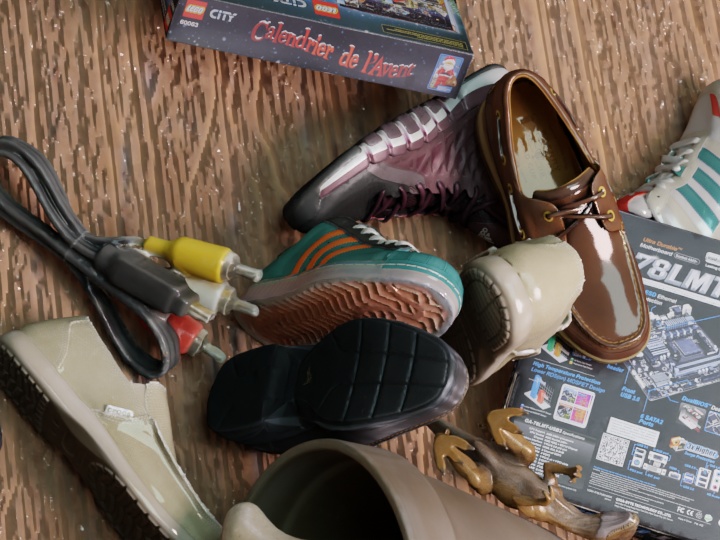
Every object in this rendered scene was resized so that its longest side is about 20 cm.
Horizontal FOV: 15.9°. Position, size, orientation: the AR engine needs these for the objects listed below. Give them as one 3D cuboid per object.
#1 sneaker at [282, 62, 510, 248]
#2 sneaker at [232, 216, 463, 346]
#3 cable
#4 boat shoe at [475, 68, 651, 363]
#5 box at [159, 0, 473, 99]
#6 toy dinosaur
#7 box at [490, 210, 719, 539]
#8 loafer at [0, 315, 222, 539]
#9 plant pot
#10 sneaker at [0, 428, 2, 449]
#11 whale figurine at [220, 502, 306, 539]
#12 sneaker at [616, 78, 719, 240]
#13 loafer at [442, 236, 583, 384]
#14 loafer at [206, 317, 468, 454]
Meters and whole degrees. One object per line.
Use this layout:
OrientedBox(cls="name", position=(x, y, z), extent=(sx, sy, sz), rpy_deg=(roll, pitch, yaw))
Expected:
OrientedBox(cls="sneaker", position=(0.052, -0.048, 1.689), extent=(0.200, 0.076, 0.116), rpy_deg=(-33, 88, -29))
OrientedBox(cls="sneaker", position=(0.000, 0.000, 1.579), extent=(0.071, 0.200, 0.080), rpy_deg=(45, 62, -26))
OrientedBox(cls="cable", position=(-0.159, -0.007, 1.606), extent=(0.200, 0.097, 0.050), rpy_deg=(32, 27, 13))
OrientedBox(cls="boat shoe", position=(0.128, -0.036, 1.638), extent=(0.072, 0.068, 0.201), rpy_deg=(-21, 76, -7))
OrientedBox(cls="box", position=(-0.035, -0.182, 1.687), extent=(0.199, 0.038, 0.137), rpy_deg=(10, 35, -18))
OrientedBox(cls="toy dinosaur", position=(0.077, 0.117, 1.577), extent=(0.200, 0.106, 0.060), rpy_deg=(35, 78, 33))
OrientedBox(cls="box", position=(0.199, 0.074, 1.669), extent=(0.199, 0.050, 0.199), rpy_deg=(17, 74, 2))
OrientedBox(cls="loafer", position=(-0.138, 0.103, 1.553), extent=(0.068, 0.076, 0.200), rpy_deg=(-38, 86, -25))
OrientedBox(cls="plant pot", position=(0.038, 0.206, 1.538), extent=(0.173, 0.200, 0.201), rpy_deg=(8, 67, -37))
OrientedBox(cls="sneaker", position=(-0.295, 0.047, 1.529), extent=(0.083, 0.072, 0.200), rpy_deg=(-40, 88, -5))
OrientedBox(cls="whale figurine", position=(-0.083, 0.238, 1.487), extent=(0.159, 0.104, 0.200), rpy_deg=(25, 82, 32))
OrientedBox(cls="sneaker", position=(0.219, -0.052, 1.758), extent=(0.093, 0.070, 0.200), rpy_deg=(20, 67, -20))
OrientedBox(cls="loafer", position=(0.092, 0.023, 1.597), extent=(0.068, 0.200, 0.076), rpy_deg=(-20, 89, -12))
OrientedBox(cls="loafer", position=(-0.003, 0.076, 1.552), extent=(0.072, 0.200, 0.073), rpy_deg=(31, 65, -37))
